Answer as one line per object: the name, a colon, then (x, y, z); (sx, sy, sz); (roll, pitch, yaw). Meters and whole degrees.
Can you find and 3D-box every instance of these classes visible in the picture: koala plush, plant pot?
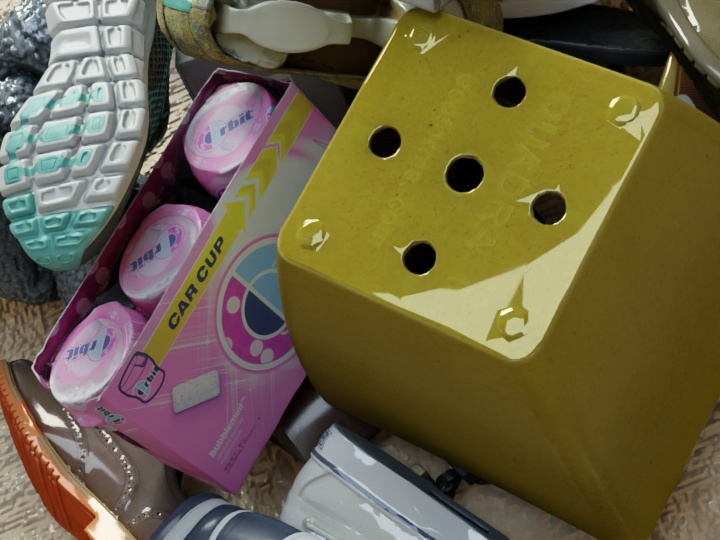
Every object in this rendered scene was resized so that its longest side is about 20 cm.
koala plush: (-0.156, -0.023, 0.949); (0.200, 0.184, 0.177); (32, 59, 12)
plant pot: (0.073, -0.013, 0.769); (0.200, 0.176, 0.200); (24, 80, 27)

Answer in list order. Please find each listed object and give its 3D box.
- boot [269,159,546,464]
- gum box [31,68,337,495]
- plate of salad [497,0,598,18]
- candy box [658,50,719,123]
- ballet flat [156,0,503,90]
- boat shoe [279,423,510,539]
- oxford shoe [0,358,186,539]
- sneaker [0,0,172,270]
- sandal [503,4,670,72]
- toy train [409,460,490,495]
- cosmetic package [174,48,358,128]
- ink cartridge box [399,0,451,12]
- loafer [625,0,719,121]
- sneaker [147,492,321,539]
boot: (0.000, 0.000, 0.925); (0.200, 0.064, 0.186); (-37, 55, 4)
gum box: (-0.074, 0.010, 0.849); (0.066, 0.114, 0.200); (15, 70, 43)
plate of salad: (0.081, -0.218, 0.979); (0.200, 0.048, 0.200); (-1, 43, 1)
candy box: (0.208, -0.043, 0.871); (0.117, 0.056, 0.200); (10, 66, 25)
ballet flat: (-0.004, -0.126, 0.835); (0.200, 0.071, 0.071); (2, 56, -24)
boat shoe: (0.043, 0.167, 0.798); (0.202, 0.075, 0.086); (35, 92, 9)
oxford shoe: (-0.142, 0.116, 0.918); (0.073, 0.071, 0.200); (-30, 59, -21)
sneaker: (-0.130, -0.080, 0.849); (0.078, 0.091, 0.200); (-1, 59, 16)
sandal: (0.091, -0.125, 0.947); (0.200, 0.048, 0.075); (-2, 32, -6)
toy train: (0.013, 0.132, 0.862); (0.200, 0.034, 0.046); (-42, 54, -5)
cosmetic package: (-0.053, -0.162, 0.974); (0.090, 0.107, 0.200); (-18, 43, 11)
ink cartridge box: (0.001, -0.204, 0.808); (0.174, 0.044, 0.200); (22, 34, 16)
loafer: (0.190, -0.138, 0.850); (0.067, 0.076, 0.200); (-35, 56, 8)
sneaker: (-0.075, 0.209, 0.808); (0.108, 0.070, 0.200); (23, 104, 37)
